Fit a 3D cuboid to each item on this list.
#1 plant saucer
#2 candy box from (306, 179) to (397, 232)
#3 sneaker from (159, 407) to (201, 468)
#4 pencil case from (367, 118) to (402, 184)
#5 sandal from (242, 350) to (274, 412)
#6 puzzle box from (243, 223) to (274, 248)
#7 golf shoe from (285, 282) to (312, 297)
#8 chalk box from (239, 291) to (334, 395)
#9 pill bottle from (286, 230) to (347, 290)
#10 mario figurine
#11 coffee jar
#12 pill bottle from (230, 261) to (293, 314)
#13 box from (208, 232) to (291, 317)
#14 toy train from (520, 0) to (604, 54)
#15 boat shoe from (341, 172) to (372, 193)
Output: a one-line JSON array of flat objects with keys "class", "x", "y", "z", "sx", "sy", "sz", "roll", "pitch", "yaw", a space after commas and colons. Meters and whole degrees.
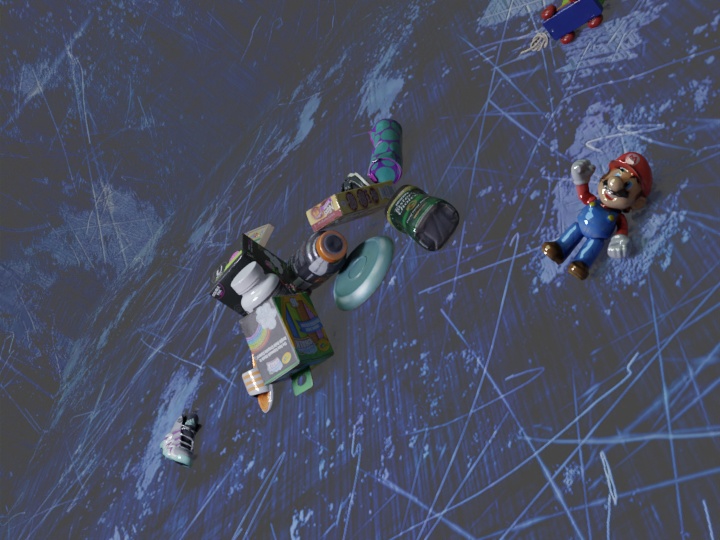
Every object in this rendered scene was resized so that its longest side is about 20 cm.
[{"class": "plant saucer", "x": 0.000, "y": 0.000, "z": 1.794, "sx": 0.200, "sy": 0.027, "sz": 0.201, "roll": -42, "pitch": 28, "yaw": 28}, {"class": "candy box", "x": -0.016, "y": -0.154, "z": 1.845, "sx": 0.199, "sy": 0.057, "sz": 0.116, "roll": -21, "pitch": -3, "yaw": -44}, {"class": "sneaker", "x": -0.450, "y": 0.420, "z": 2.014, "sx": 0.141, "sy": 0.077, "sz": 0.199, "roll": -61, "pitch": 25, "yaw": -11}, {"class": "pencil case", "x": 0.063, "y": -0.302, "z": 1.991, "sx": 0.091, "sy": 0.086, "sz": 0.201, "roll": -13, "pitch": 39, "yaw": 15}, {"class": "sandal", "x": -0.250, "y": 0.231, "z": 1.820, "sx": 0.079, "sy": 0.059, "sz": 0.209, "roll": -42, "pitch": 55, "yaw": 52}, {"class": "puzzle box", "x": -0.360, "y": -0.076, "z": 2.546, "sx": 0.199, "sy": 0.025, "sz": 0.134, "roll": -15, "pitch": 45, "yaw": 55}, {"class": "golf shoe", "x": -0.202, "y": 0.104, "z": 1.969, "sx": 0.199, "sy": 0.092, "sz": 0.073, "roll": -39, "pitch": 67, "yaw": -9}, {"class": "chalk box", "x": -0.151, "y": 0.167, "z": 1.695, "sx": 0.124, "sy": 0.123, "sz": 0.202, "roll": -33, "pitch": 74, "yaw": 34}, {"class": "pill bottle", "x": -0.099, "y": -0.029, "z": 1.866, "sx": 0.200, "sy": 0.106, "sz": 0.107, "roll": -38, "pitch": 26, "yaw": 61}, {"class": "mario figurine", "x": 0.354, "y": -0.090, "z": 1.160, "sx": 0.201, "sy": 0.123, "sz": 0.106, "roll": -56, "pitch": 11, "yaw": 7}, {"class": "coffee jar", "x": 0.124, "y": -0.116, "z": 1.644, "sx": 0.105, "sy": 0.085, "sz": 0.200, "roll": -54, "pitch": 24, "yaw": 2}, {"class": "pill bottle", "x": -0.211, "y": 0.079, "z": 1.847, "sx": 0.110, "sy": 0.200, "sz": 0.111, "roll": -36, "pitch": 19, "yaw": 15}, {"class": "box", "x": -0.274, "y": 0.033, "z": 2.039, "sx": 0.149, "sy": 0.199, "sz": 0.125, "roll": -46, "pitch": 26, "yaw": 17}, {"class": "toy train", "x": 0.427, "y": -0.538, "z": 1.646, "sx": 0.199, "sy": 0.085, "sz": 0.116, "roll": -22, "pitch": 29, "yaw": 50}, {"class": "boat shoe", "x": -0.014, "y": -0.208, "z": 2.015, "sx": 0.066, "sy": 0.074, "sz": 0.199, "roll": -49, "pitch": 19, "yaw": -1}]
